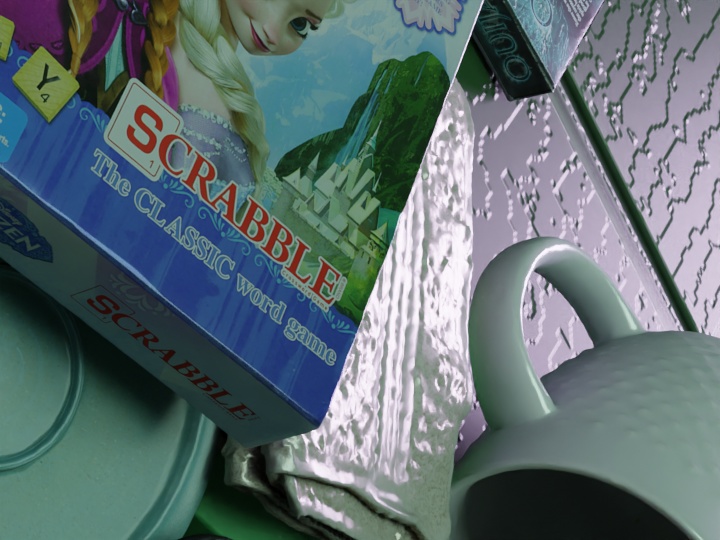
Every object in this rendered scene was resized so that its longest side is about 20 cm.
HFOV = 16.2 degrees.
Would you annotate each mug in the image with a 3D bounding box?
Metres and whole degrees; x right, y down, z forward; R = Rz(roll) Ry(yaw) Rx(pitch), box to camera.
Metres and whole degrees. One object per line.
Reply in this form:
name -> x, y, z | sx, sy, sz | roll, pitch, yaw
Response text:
mug -> 0.103, 0.081, 1.028 | 0.201, 0.147, 0.175 | 62, 33, -10

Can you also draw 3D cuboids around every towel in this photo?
towel -> 0.000, 0.000, 0.897 | 0.132, 0.034, 0.201 | 34, 54, -58

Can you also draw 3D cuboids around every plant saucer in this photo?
plant saucer -> -0.119, 0.030, 0.789 | 0.199, 0.027, 0.201 | 1, 88, -36

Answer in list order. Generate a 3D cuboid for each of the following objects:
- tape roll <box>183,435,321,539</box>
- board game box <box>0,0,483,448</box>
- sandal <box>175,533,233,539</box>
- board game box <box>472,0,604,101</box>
tape roll -> -0.042, 0.009, 0.927 | 0.200, 0.048, 0.202 | 17, 69, -50
board game box -> -0.060, -0.082, 0.792 | 0.200, 0.041, 0.200 | 40, 54, -28
sandal -> -0.018, 0.178, 0.809 | 0.075, 0.045, 0.201 | -25, 82, -28
board game box -> 0.055, -0.194, 1.115 | 0.200, 0.028, 0.136 | 59, 42, -27
